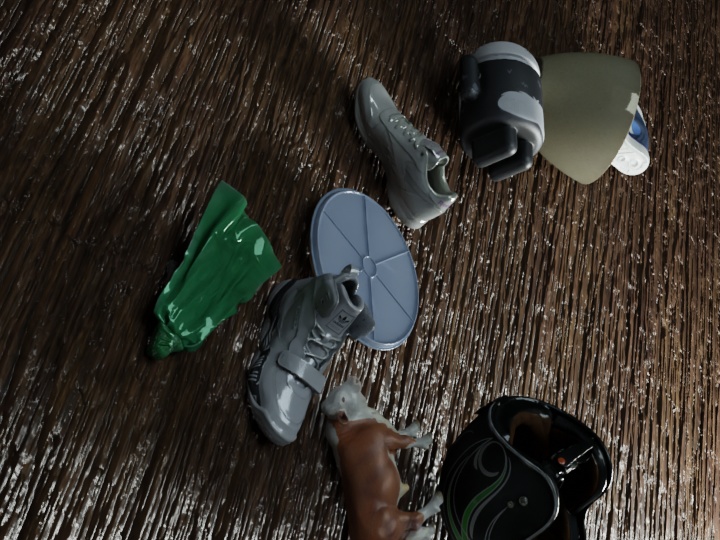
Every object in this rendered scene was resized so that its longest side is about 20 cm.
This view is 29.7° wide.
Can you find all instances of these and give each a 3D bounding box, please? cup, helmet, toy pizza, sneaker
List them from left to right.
[{"bbox_3d":[-0.052,0.082,1.437,0.075,0.114,0.202,37,45,-34],"label":"sneaker"},{"bbox_3d":[0.000,0.000,1.624,0.199,0.031,0.203,30,50,-42],"label":"toy pizza"},{"bbox_3d":[0.062,-0.161,1.738,0.075,0.099,0.202,-25,91,-53],"label":"sneaker"},{"bbox_3d":[0.185,0.267,1.585,0.197,0.193,0.201,16,28,-9],"label":"helmet"},{"bbox_3d":[0.316,-0.252,2.075,0.141,0.201,0.202,20,51,-13],"label":"cup"},{"bbox_3d":[0.414,-0.264,2.291,0.199,0.080,0.148,36,37,-32],"label":"sneaker"}]

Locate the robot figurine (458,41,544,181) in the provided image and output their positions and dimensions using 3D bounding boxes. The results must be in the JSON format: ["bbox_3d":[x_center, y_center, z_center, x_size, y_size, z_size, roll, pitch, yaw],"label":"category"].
[{"bbox_3d":[0.199,-0.230,1.942,0.151,0.123,0.203,91,1,-60],"label":"robot figurine"}]

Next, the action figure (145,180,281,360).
[{"bbox_3d":[-0.161,0.017,1.381,0.119,0.054,0.201,53,44,-22],"label":"action figure"}]

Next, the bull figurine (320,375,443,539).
[{"bbox_3d":[0.021,0.216,1.489,0.120,0.065,0.203,-4,80,-19],"label":"bull figurine"}]
